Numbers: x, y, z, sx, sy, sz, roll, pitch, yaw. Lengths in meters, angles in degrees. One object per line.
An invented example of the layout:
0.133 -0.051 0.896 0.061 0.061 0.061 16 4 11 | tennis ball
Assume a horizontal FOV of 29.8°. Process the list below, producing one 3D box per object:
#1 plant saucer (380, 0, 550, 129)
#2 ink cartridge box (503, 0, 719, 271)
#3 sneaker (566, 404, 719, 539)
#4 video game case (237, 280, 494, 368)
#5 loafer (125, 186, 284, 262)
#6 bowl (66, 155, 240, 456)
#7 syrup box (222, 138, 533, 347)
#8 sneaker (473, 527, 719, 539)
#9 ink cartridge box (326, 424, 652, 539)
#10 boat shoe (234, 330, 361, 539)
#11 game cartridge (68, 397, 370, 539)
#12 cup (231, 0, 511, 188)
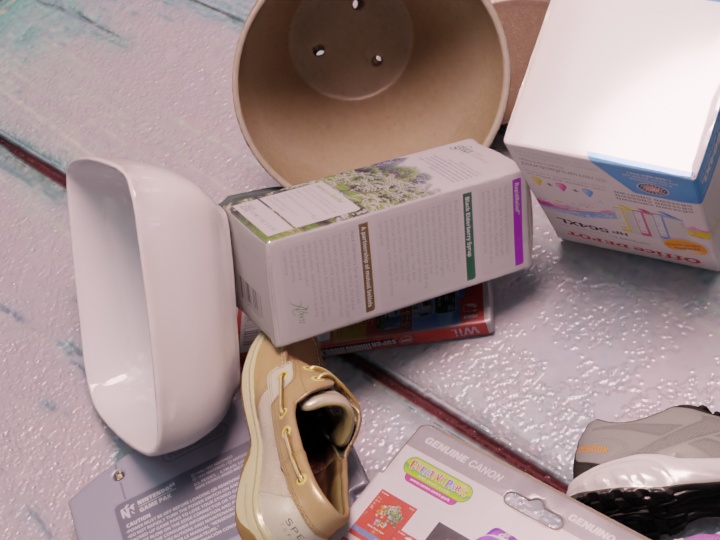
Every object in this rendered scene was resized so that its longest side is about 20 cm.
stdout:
0.117 -0.183 1.120 0.200 0.037 0.201 -10 51 13 | plant saucer
0.196 -0.090 0.924 0.128 0.200 0.126 14 76 25 | ink cartridge box
0.225 0.114 0.826 0.200 0.074 0.079 -4 47 16 | sneaker
0.000 0.000 1.029 0.199 0.017 0.143 -9 51 13 | video game case
-0.125 -0.010 1.033 0.200 0.072 0.063 -16 55 25 | loafer
-0.143 0.017 0.945 0.074 0.200 0.200 -8 10 -25 | bowl
0.014 -0.023 0.927 0.200 0.082 0.079 -16 28 -22 | syrup box
0.122 0.163 0.717 0.200 0.073 0.114 -27 46 -6 | sneaker
0.070 0.212 0.794 0.200 0.084 0.176 26 63 33 | ink cartridge box
-0.032 0.100 0.861 0.066 0.074 0.200 -30 36 21 | boat shoe
-0.096 0.158 0.927 0.200 0.041 0.134 -25 53 -1 | game cartridge
0.000 -0.160 1.021 0.200 0.201 0.143 -22 25 2 | cup
